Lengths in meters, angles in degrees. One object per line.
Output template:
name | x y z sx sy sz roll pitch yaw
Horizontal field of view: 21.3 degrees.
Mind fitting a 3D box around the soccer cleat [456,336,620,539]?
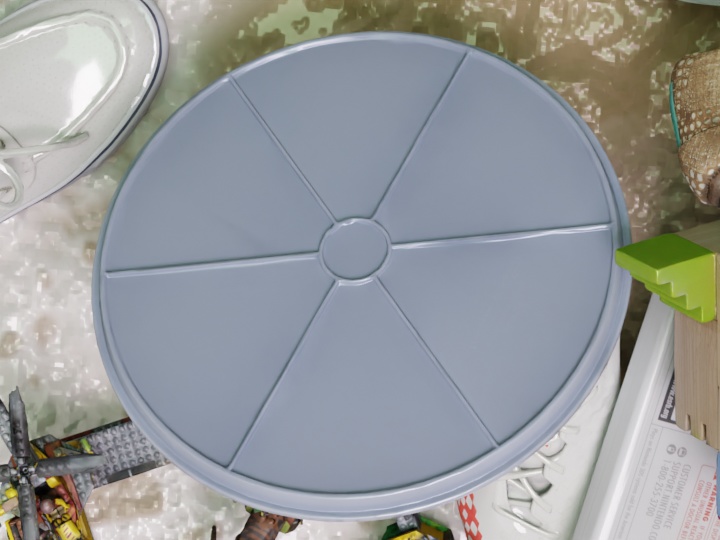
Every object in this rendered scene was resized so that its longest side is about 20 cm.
soccer cleat | 0.072 0.050 0.763 0.068 0.085 0.202 1 95 2

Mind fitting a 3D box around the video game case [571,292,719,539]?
video game case | 0.172 0.108 0.768 0.180 0.024 0.202 16 95 -20

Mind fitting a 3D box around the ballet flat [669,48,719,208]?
ballet flat | 0.199 -0.083 0.683 0.198 0.071 0.066 -19 67 -12

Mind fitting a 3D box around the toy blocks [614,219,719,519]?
toy blocks | 0.190 0.040 0.706 0.198 0.100 0.138 -15 114 -26

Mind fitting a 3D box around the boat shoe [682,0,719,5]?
boat shoe | 0.190 -0.152 0.743 0.198 0.070 0.072 -9 104 32

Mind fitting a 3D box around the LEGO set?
LEGO set | -0.055 0.104 0.754 0.198 0.116 0.155 -11 92 4

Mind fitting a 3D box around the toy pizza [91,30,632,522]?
toy pizza | 0.000 0.000 0.702 0.198 0.032 0.202 -4 61 7

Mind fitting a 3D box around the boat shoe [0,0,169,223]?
boat shoe | -0.166 -0.049 0.762 0.201 0.086 0.075 -31 93 5
